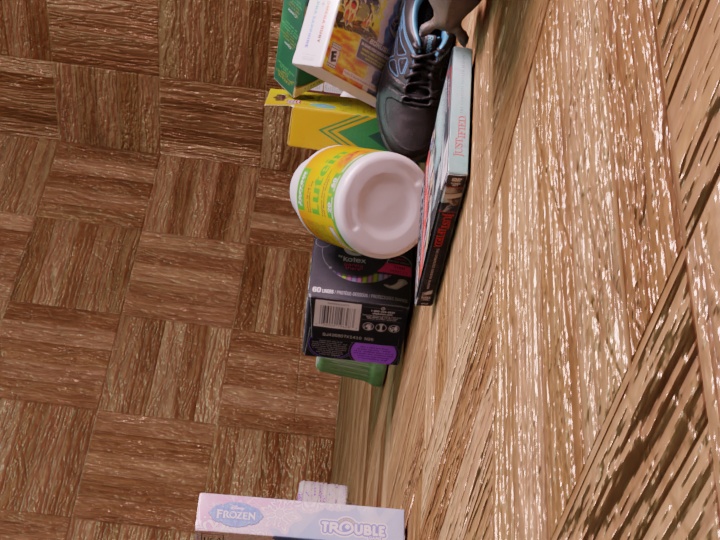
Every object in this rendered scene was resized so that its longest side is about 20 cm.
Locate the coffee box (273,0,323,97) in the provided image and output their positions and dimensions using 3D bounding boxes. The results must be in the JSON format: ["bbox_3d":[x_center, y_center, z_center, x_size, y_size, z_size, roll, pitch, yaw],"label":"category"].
[{"bbox_3d":[-0.034,-0.302,1.456,0.122,0.044,0.201,-31,-26,-31],"label":"coffee box"}]

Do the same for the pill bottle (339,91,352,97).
[{"bbox_3d":[0.017,-0.157,1.700,0.201,0.114,0.117,100,177,-60],"label":"pill bottle"}]

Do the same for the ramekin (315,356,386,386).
[{"bbox_3d":[-0.006,0.059,1.796,0.200,0.096,0.203,-173,90,-88],"label":"ramekin"}]

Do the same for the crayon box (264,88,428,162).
[{"bbox_3d":[-0.017,-0.176,1.523,0.127,0.198,0.051,-89,6,-74],"label":"crayon box"}]

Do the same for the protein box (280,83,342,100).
[{"bbox_3d":[-0.013,-0.344,1.961,0.199,0.198,0.136,-88,6,-66],"label":"protein box"}]

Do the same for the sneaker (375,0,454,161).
[{"bbox_3d":[0.059,-0.217,1.338,0.082,0.072,0.203,-136,51,-83],"label":"sneaker"}]

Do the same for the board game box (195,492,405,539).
[{"bbox_3d":[-0.065,0.291,1.266,0.200,0.197,0.044,99,175,-53],"label":"board game box"}]

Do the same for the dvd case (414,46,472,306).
[{"bbox_3d":[0.075,-0.081,1.156,0.201,0.022,0.147,98,178,-55],"label":"dvd case"}]

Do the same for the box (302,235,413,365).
[{"bbox_3d":[0.000,0.000,1.524,0.107,0.121,0.201,99,177,-45],"label":"box"}]

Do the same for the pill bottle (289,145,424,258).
[{"bbox_3d":[-0.009,-0.080,1.399,0.200,0.110,0.112,-159,76,-66],"label":"pill bottle"}]

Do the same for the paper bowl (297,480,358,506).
[{"bbox_3d":[-0.040,0.374,1.615,0.201,0.103,0.203,-173,90,-87],"label":"paper bowl"}]

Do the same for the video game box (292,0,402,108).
[{"bbox_3d":[0.018,-0.281,1.379,0.199,0.046,0.184,16,-93,-57],"label":"video game box"}]

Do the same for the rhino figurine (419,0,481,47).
[{"bbox_3d":[0.081,-0.251,1.055,0.200,0.059,0.088,99,-179,-69],"label":"rhino figurine"}]
